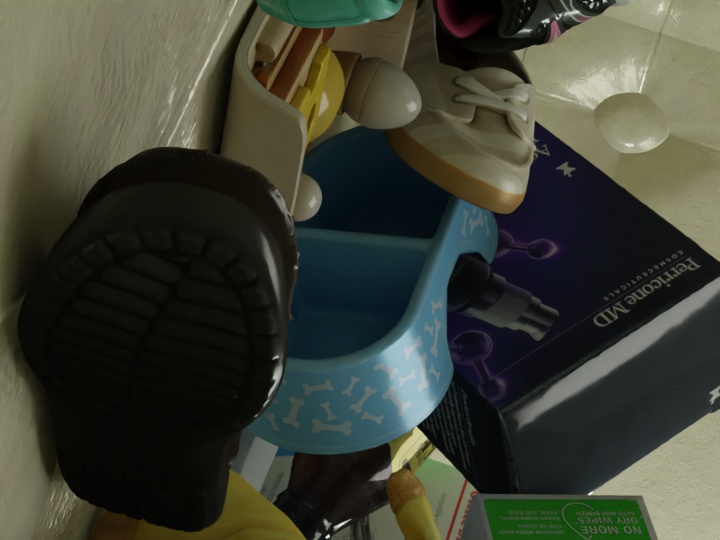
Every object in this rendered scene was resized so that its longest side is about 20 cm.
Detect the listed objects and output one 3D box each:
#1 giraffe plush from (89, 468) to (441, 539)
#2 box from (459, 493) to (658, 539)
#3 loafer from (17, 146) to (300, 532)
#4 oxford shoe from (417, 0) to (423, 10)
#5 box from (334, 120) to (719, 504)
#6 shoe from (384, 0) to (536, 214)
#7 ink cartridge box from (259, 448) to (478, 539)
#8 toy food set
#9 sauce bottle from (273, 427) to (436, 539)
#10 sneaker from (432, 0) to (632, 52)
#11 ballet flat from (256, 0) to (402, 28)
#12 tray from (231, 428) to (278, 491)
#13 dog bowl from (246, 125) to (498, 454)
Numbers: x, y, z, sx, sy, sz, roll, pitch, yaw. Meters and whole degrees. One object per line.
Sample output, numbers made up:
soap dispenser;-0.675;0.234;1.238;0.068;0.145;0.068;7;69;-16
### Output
giraffe plush;-0.058;0.161;0.575;0.162;0.200;0.173;-17;97;-55
box;0.097;0.241;0.819;0.177;0.096;0.200;-101;-163;-49
loafer;-0.058;0.014;0.500;0.200;0.073;0.072;116;-9;-61
oxford shoe;0.048;-0.212;0.889;0.084;0.073;0.200;-35;154;-38
box;0.083;0.019;0.902;0.148;0.200;0.104;-31;136;-17
shoe;0.049;-0.093;0.841;0.200;0.070;0.053;-103;-147;-59
ink cartridge box;0.016;0.171;1.047;0.116;0.199;0.068;-65;171;-55
toy food set;-0.010;-0.071;0.705;0.144;0.060;0.200;104;6;-46
sauce bottle;0.006;0.100;0.973;0.200;0.066;0.066;-47;166;-21
sneaker;0.068;-0.140;0.779;0.086;0.080;0.200;-28;-174;-5
ballet flat;0.020;-0.176;0.570;0.067;0.070;0.201;9;99;-71
tray;-0.057;0.083;0.969;0.108;0.022;0.200;101;9;-48
dog bowl;0.000;0.000;0.826;0.050;0.111;0.200;78;25;-43
